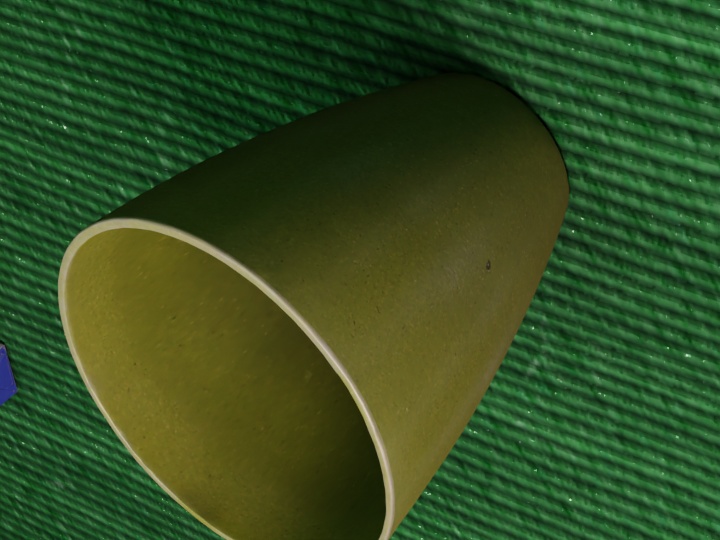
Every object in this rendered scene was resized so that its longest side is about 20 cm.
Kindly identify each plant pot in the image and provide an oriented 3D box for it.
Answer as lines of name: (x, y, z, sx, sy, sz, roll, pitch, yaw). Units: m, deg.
plant pot: (0.000, 0.000, 1.095, 0.187, 0.200, 0.187, 29, 142, 25)

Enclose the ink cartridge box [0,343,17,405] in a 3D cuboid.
ink cartridge box: (-0.331, 0.057, 1.612, 0.200, 0.094, 0.044, 22, 138, 33)
